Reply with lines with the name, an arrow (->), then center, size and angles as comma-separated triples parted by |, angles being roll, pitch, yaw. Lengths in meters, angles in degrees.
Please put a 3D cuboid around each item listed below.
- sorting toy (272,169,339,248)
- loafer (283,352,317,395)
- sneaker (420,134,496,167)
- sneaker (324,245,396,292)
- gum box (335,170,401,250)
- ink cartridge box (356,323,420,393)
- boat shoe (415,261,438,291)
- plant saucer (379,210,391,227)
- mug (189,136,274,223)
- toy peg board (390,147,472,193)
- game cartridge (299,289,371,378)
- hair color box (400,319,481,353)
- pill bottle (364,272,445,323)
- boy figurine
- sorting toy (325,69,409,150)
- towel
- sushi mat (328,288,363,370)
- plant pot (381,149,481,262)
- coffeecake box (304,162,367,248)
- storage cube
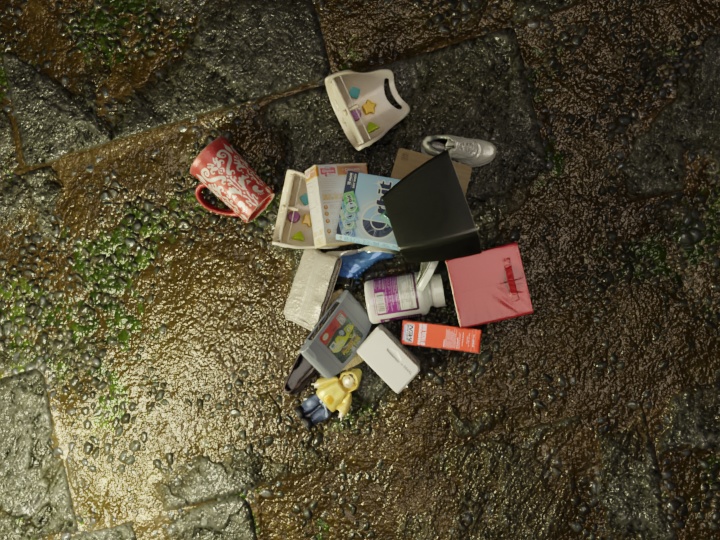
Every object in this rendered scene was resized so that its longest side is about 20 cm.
sorting toy -> -0.128, -0.136, 1.774 | 0.177, 0.107, 0.204 | 13, 77, -8
loafer -> -0.138, 0.241, 1.774 | 0.071, 0.063, 0.202 | 32, 89, 8
sneaker -> 0.253, -0.313, 1.745 | 0.196, 0.081, 0.077 | 5, 87, 4
sneaker -> 0.000, 0.000, 1.759 | 0.196, 0.077, 0.113 | -7, 81, 10
gum box -> 0.049, -0.145, 1.670 | 0.196, 0.045, 0.173 | 10, 74, 1
ink cartridge box -> 0.073, 0.215, 1.686 | 0.146, 0.200, 0.084 | 44, 93, 6
boat shoe -> 0.168, -0.051, 1.654 | 0.063, 0.071, 0.203 | 21, 91, 3
plant saucer -> 0.136, -0.182, 1.650 | 0.070, 0.019, 0.200 | 41, 76, 9
mug -> -0.339, -0.225, 1.798 | 0.200, 0.178, 0.133 | 44, 56, 1
toy peg board -> 0.166, -0.185, 1.755 | 0.197, 0.098, 0.202 | 15, 75, 4
game cartridge -> -0.055, 0.168, 1.727 | 0.201, 0.041, 0.133 | -53, 125, -19
hair color box -> 0.203, 0.166, 1.720 | 0.196, 0.111, 0.065 | 5, 88, 5
pill bottle -> 0.115, 0.066, 1.731 | 0.196, 0.112, 0.114 | -9, 87, 5
boy figurine -> -0.071, 0.332, 1.767 | 0.199, 0.064, 0.125 | -37, 83, 7
sorting toy -> 0.028, -0.432, 1.762 | 0.178, 0.107, 0.203 | -26, 88, -5
towel -> -0.127, 0.046, 1.750 | 0.131, 0.034, 0.203 | 18, 91, 40
sushi mat -> -0.057, 0.158, 1.778 | 0.094, 0.012, 0.203 | -18, 86, -21
plant pot -> 0.158, -0.122, 1.535 | 0.175, 0.200, 0.203 | -20, 76, 9
coffeecake box -> -0.051, -0.168, 1.740 | 0.151, 0.073, 0.204 | -6, 87, -28
storage cube -> 0.316, 0.035, 1.672 | 0.177, 0.200, 0.174 | -13, 88, 11
